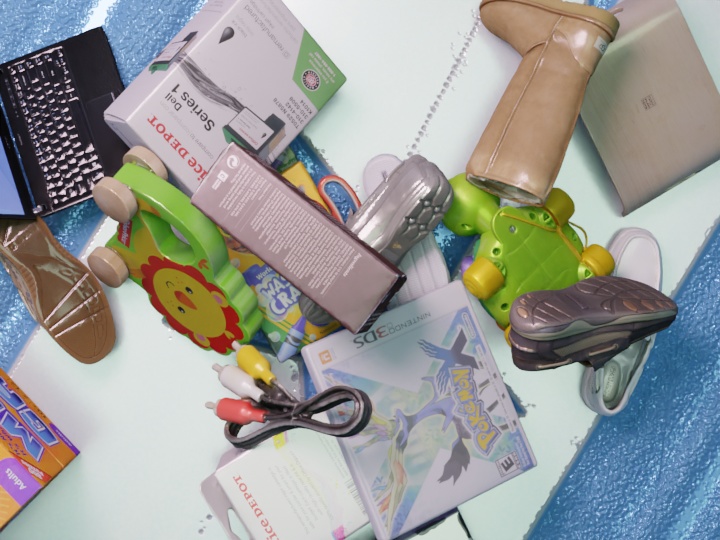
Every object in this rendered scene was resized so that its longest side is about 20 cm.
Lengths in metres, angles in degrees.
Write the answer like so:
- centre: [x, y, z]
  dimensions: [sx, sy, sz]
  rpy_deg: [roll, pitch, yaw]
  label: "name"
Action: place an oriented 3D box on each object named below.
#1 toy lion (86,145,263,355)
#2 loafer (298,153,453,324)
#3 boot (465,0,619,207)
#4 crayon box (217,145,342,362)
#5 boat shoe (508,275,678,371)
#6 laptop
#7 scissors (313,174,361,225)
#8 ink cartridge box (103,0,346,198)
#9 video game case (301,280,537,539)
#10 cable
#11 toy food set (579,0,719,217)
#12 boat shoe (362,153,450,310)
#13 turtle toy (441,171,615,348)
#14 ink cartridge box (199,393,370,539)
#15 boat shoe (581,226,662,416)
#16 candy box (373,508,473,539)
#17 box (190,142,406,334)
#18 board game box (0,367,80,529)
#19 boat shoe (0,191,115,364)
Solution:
- centre: [-0.178, -0.003, 1.331]
  dimensions: [0.191, 0.201, 0.069]
  rpy_deg: [35, 58, 8]
  label: "toy lion"
- centre: [0.009, -0.030, 1.335]
  dimensions: [0.200, 0.070, 0.070]
  rpy_deg: [-45, 136, 8]
  label: "loafer"
- centre: [0.152, -0.178, 1.340]
  dimensions: [0.066, 0.174, 0.202]
  rpy_deg: [33, 79, -44]
  label: "boot"
- centre: [-0.081, -0.023, 1.396]
  dimensions: [0.125, 0.052, 0.202]
  rpy_deg: [-31, 92, -1]
  label: "crayon box"
- centre: [0.225, 0.056, 1.322]
  dimensions: [0.197, 0.075, 0.074]
  rpy_deg: [-5, 123, -27]
  label: "boat shoe"
- centre: [-0.335, -0.153, 1.337]
  dimensions: [0.198, 0.103, 0.179]
  rpy_deg: [-21, 76, -2]
  label: "laptop"
- centre: [0.000, 0.000, 1.367]
  dimensions: [0.073, 0.014, 0.202]
  rpy_deg: [-31, 91, -4]
  label: "scissors"
- centre: [-0.135, -0.172, 1.337]
  dimensions: [0.200, 0.084, 0.146]
  rpy_deg: [-49, 117, -10]
  label: "ink cartridge box"
- centre: [0.059, 0.135, 1.307]
  dimensions: [0.180, 0.022, 0.202]
  rpy_deg: [-22, 88, -20]
  label: "video game case"
- centre: [-0.077, 0.132, 1.267]
  dimensions: [0.050, 0.199, 0.098]
  rpy_deg: [29, 79, -41]
  label: "cable"
- centre: [0.295, -0.178, 1.408]
  dimensions: [0.142, 0.060, 0.202]
  rpy_deg: [-29, 100, -2]
  label: "toy food set"
- centre: [0.054, -0.023, 1.389]
  dimensions: [0.071, 0.071, 0.203]
  rpy_deg: [-13, 87, 12]
  label: "boat shoe"
- centre: [0.157, -0.017, 1.373]
  dimensions: [0.146, 0.101, 0.201]
  rpy_deg: [-42, 105, -14]
  label: "turtle toy"
- centre: [-0.053, 0.210, 1.364]
  dimensions: [0.199, 0.125, 0.130]
  rpy_deg: [-32, 92, -1]
  label: "ink cartridge box"
- centre: [0.282, 0.055, 1.400]
  dimensions: [0.070, 0.069, 0.203]
  rpy_deg: [10, 91, -2]
  label: "boat shoe"
- centre: [0.070, 0.370, 1.399]
  dimensions: [0.166, 0.072, 0.202]
  rpy_deg: [-27, 92, -1]
  label: "candy box"
- centre: [-0.055, -0.028, 1.252]
  dimensions: [0.199, 0.100, 0.075]
  rpy_deg: [37, 93, 7]
  label: "box"
- centre: [-0.429, 0.192, 1.315]
  dimensions: [0.200, 0.200, 0.200]
  rpy_deg: [-44, 93, -1]
  label: "board game box"
- centre: [-0.323, 0.007, 1.390]
  dimensions: [0.073, 0.063, 0.201]
  rpy_deg: [-33, 95, -19]
  label: "boat shoe"
